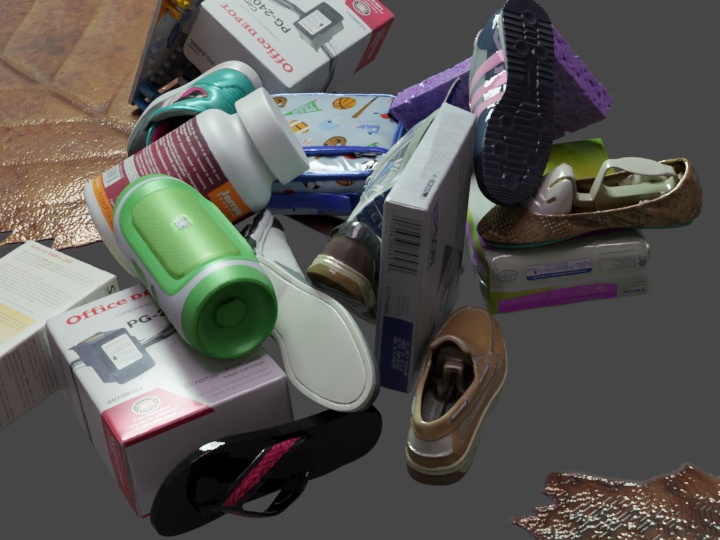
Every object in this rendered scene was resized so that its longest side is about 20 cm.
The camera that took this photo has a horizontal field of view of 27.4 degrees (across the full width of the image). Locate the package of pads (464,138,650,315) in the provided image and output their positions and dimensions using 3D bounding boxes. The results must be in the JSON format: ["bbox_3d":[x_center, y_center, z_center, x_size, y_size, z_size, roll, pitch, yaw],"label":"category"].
[{"bbox_3d":[0.170,-0.042,1.368,0.154,0.069,0.200,-7,33,0],"label":"package of pads"}]

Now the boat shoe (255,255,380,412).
[{"bbox_3d":[-0.034,0.053,1.196,0.073,0.062,0.200,-56,44,6],"label":"boat shoe"}]

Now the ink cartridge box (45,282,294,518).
[{"bbox_3d":[-0.161,0.094,1.228,0.144,0.085,0.200,-21,36,-20],"label":"ink cartridge box"}]

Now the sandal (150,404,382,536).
[{"bbox_3d":[-0.066,0.155,1.133,0.199,0.075,0.045,-20,45,-20],"label":"sandal"}]

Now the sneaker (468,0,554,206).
[{"bbox_3d":[0.126,-0.138,1.302,0.070,0.082,0.201,20,64,-20],"label":"sneaker"}]

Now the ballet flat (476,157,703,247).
[{"bbox_3d":[0.198,-0.066,1.279,0.199,0.066,0.071,-9,38,-3],"label":"ballet flat"}]

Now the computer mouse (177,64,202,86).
[{"bbox_3d":[-0.135,-0.236,1.744,0.109,0.044,0.200,28,43,32],"label":"computer mouse"}]

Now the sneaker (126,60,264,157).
[{"bbox_3d":[-0.192,-0.131,1.520,0.200,0.084,0.121,-30,18,39],"label":"sneaker"}]

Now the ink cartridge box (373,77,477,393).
[{"bbox_3d":[0.063,-0.031,1.259,0.040,0.200,0.200,14,41,13],"label":"ink cartridge box"}]

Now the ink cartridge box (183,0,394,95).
[{"bbox_3d":[-0.081,-0.271,1.690,0.145,0.083,0.200,43,51,8],"label":"ink cartridge box"}]

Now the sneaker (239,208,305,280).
[{"bbox_3d":[-0.089,0.008,1.368,0.074,0.080,0.200,-47,16,16],"label":"sneaker"}]

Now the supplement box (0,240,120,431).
[{"bbox_3d":[-0.322,0.065,1.316,0.126,0.074,0.200,21,44,36],"label":"supplement box"}]

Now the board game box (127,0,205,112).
[{"bbox_3d":[-0.175,-0.291,1.714,0.026,0.200,0.200,42,52,10],"label":"board game box"}]

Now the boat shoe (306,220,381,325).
[{"bbox_3d":[-0.001,-0.001,1.257,0.072,0.201,0.066,32,86,7],"label":"boat shoe"}]

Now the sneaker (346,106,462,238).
[{"bbox_3d":[0.036,-0.067,1.406,0.200,0.077,0.085,-52,19,-9],"label":"sneaker"}]

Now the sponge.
[{"bbox_3d":[0.134,-0.160,1.432,0.199,0.112,0.030,-21,34,43],"label":"sponge"}]

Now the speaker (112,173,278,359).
[{"bbox_3d":[-0.140,-0.007,1.222,0.088,0.089,0.200,-21,36,-18],"label":"speaker"}]

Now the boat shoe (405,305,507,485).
[{"bbox_3d":[0.079,0.082,1.199,0.071,0.076,0.200,-1,35,12],"label":"boat shoe"}]

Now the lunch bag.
[{"bbox_3d":[-0.040,-0.117,1.521,0.199,0.076,0.161,0,37,14],"label":"lunch bag"}]

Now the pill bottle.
[{"bbox_3d":[-0.155,-0.085,1.416,0.199,0.110,0.110,-31,34,5],"label":"pill bottle"}]
